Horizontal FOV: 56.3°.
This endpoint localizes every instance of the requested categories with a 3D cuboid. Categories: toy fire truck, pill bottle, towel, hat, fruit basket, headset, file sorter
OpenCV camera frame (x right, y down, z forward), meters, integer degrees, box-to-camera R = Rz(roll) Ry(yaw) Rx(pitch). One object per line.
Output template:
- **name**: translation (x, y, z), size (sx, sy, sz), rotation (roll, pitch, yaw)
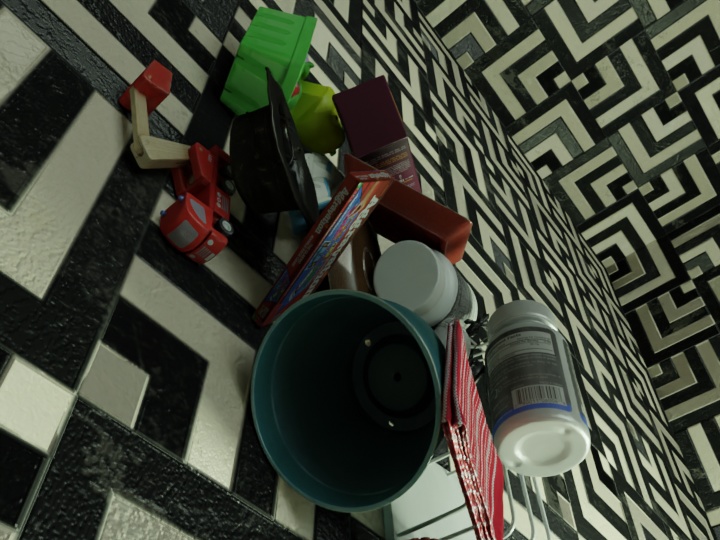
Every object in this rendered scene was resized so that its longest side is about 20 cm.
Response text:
- **toy fire truck**: translation (-0.201, -0.119, 0.731), size (0.140, 0.048, 0.203), rotation (38, 32, -37)
- **pill bottle**: translation (0.214, 0.140, 0.845), size (0.114, 0.112, 0.203), rotation (44, 30, -27)
- **towel**: translation (0.114, 0.170, 0.660), size (0.146, 0.022, 0.204), rotation (-75, 150, -57)
- **pill bottle**: translation (0.094, 0.036, 0.958), size (0.200, 0.111, 0.115), rotation (39, 28, -63)
- **hat**: translation (-0.106, -0.120, 0.768), size (0.201, 0.079, 0.206), rotation (-17, 91, -88)
- **fruit basket**: translation (-0.092, -0.268, 0.994), size (0.211, 0.157, 0.218), rotation (22, 36, -16)
- **headset**: translation (0.174, 0.164, 0.985), size (0.093, 0.121, 0.206), rotation (-24, 118, -57)
- **file sorter**: translation (0.130, 0.276, 0.825), size (0.199, 0.123, 0.141), rotation (40, 30, -35)

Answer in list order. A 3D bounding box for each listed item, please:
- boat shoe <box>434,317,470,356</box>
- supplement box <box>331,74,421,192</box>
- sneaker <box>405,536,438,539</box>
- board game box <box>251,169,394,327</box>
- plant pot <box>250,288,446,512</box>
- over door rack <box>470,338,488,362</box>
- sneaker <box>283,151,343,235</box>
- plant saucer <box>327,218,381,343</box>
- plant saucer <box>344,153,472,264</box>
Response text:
- **boat shoe**: translation (0.110, 0.154, 0.934), size (0.072, 0.068, 0.203), rotation (45, -28, 30)
- **supplement box**: translation (0.030, -0.183, 1.023), size (0.200, 0.084, 0.113), rotation (58, 13, -69)
- **sneaker**: translation (0.079, 0.326, 0.686), size (0.196, 0.078, 0.084), rotation (19, 47, -25)
- **board game box**: translation (-0.041, -0.025, 0.753), size (0.019, 0.202, 0.103), rotation (41, 22, 11)
- **plant pot**: translation (0.016, 0.123, 0.710), size (0.204, 0.197, 0.187), rotation (63, 20, 12)
- **over door rack**: translation (0.172, 0.103, 1.112), size (0.202, 0.066, 0.148), rotation (54, -9, 17)
- **sneaker**: translation (-0.076, -0.111, 0.941), size (0.081, 0.076, 0.200), rotation (50, 18, -8)
- **plant saucer**: translation (0.000, 0.000, 0.912), size (0.200, 0.031, 0.206), rotation (-9, 91, -75)
- **plant saucer**: translation (0.060, -0.073, 0.975), size (0.197, 0.037, 0.200), rotation (31, -10, 10)
